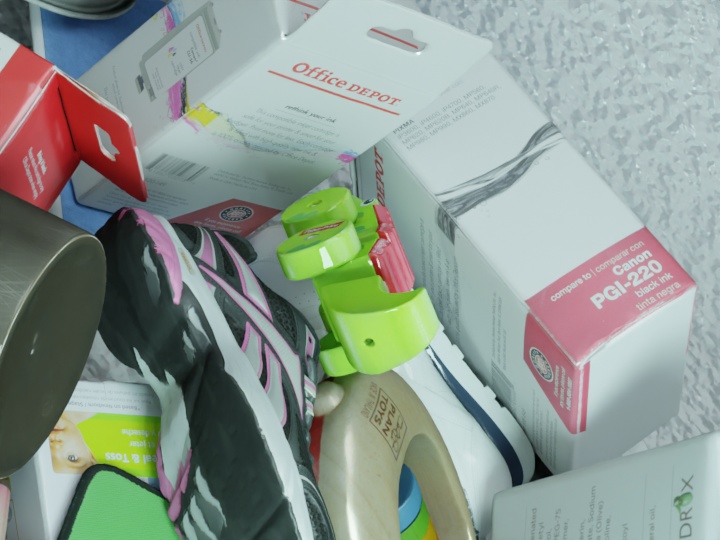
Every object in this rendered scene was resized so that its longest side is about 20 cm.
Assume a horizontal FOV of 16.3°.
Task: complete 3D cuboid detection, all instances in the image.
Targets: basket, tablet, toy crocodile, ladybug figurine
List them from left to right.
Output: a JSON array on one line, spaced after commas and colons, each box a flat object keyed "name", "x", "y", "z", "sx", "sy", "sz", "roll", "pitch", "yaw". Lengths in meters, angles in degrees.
[{"name": "basket", "x": -0.222, "y": 0.001, "z": 1.085, "sx": 0.199, "sy": 0.137, "sz": 0.180, "roll": 21, "pitch": 18, "yaw": 12}, {"name": "tablet", "x": -0.122, "y": -0.075, "z": 1.330, "sx": 0.130, "sy": 0.014, "sz": 0.201, "roll": 22, "pitch": 46, "yaw": -41}, {"name": "toy crocodile", "x": 0.000, "y": 0.000, "z": 1.211, "sx": 0.200, "sy": 0.061, "sz": 0.068, "roll": -93, "pitch": 162, "yaw": -76}, {"name": "ladybug figurine", "x": 0.004, "y": 0.131, "z": 1.227, "sx": 0.136, "sy": 0.072, "sz": 0.201, "roll": -69, "pitch": 146, "yaw": -50}]

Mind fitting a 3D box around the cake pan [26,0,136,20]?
[{"name": "cake pan", "x": -0.186, "y": -0.220, "z": 1.339, "sx": 0.200, "sy": 0.037, "sz": 0.201, "roll": 36, "pitch": 27, "yaw": -22}]

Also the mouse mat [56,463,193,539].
[{"name": "mouse mat", "x": -0.057, "y": 0.189, "z": 1.093, "sx": 0.199, "sy": 0.008, "sz": 0.161, "roll": 32, "pitch": 48, "yaw": -16}]

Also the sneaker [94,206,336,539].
[{"name": "sneaker", "x": -0.047, "y": 0.054, "z": 1.135, "sx": 0.086, "sy": 0.080, "sz": 0.201, "roll": -3, "pitch": 60, "yaw": -40}]

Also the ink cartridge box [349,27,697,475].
[{"name": "ink cartridge box", "x": 0.082, "y": -0.006, "z": 1.324, "sx": 0.085, "sy": 0.146, "sz": 0.200, "roll": -33, "pitch": 63, "yaw": -16}]

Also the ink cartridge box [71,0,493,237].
[{"name": "ink cartridge box", "x": -0.044, "y": -0.098, "z": 1.254, "sx": 0.116, "sy": 0.200, "sz": 0.068, "roll": 15, "pitch": 51, "yaw": -46}]

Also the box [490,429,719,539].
[{"name": "box", "x": 0.185, "y": 0.209, "z": 1.251, "sx": 0.198, "sy": 0.171, "sz": 0.201, "roll": 20, "pitch": 64, "yaw": -34}]

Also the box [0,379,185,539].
[{"name": "box", "x": -0.113, "y": 0.162, "z": 1.145, "sx": 0.112, "sy": 0.101, "sz": 0.201, "roll": 7, "pitch": 59, "yaw": -32}]

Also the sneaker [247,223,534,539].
[{"name": "sneaker", "x": 0.004, "y": 0.061, "z": 1.321, "sx": 0.200, "sy": 0.076, "sz": 0.080, "roll": 46, "pitch": 55, "yaw": 0}]

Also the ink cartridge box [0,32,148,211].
[{"name": "ink cartridge box", "x": -0.201, "y": -0.077, "z": 1.177, "sx": 0.199, "sy": 0.116, "sz": 0.067, "roll": 31, "pitch": 74, "yaw": 10}]

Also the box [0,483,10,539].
[{"name": "box", "x": -0.231, "y": 0.179, "z": 1.042, "sx": 0.127, "sy": 0.109, "sz": 0.201, "roll": 20, "pitch": 52, "yaw": -25}]

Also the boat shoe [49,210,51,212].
[{"name": "boat shoe", "x": -0.205, "y": -0.076, "z": 1.275, "sx": 0.062, "sy": 0.073, "sz": 0.201, "roll": -23, "pitch": 82, "yaw": 1}]

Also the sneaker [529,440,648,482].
[{"name": "sneaker", "x": 0.112, "y": 0.072, "z": 1.392, "sx": 0.080, "sy": 0.070, "sz": 0.201, "roll": 4, "pitch": 61, "yaw": -31}]
